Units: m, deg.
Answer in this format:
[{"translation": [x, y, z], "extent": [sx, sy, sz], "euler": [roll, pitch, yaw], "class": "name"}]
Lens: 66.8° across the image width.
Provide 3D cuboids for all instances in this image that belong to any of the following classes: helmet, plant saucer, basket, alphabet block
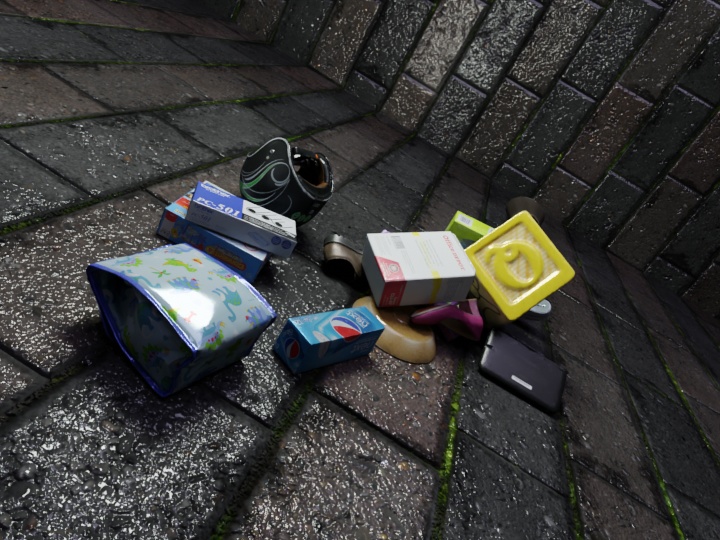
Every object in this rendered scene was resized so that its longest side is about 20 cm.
[{"translation": [-0.175, -0.191, 1.222], "extent": [0.200, 0.191, 0.200], "euler": [32, 47, -42], "class": "helmet"}, {"translation": [0.079, 0.109, 1.130], "extent": [0.200, 0.035, 0.200], "euler": [26, 25, -13], "class": "plant saucer"}, {"translation": [0.718, -0.223, 2.379], "extent": [0.180, 0.136, 0.200], "euler": [28, 28, 3], "class": "basket"}, {"translation": [0.343, 0.009, 1.294], "extent": [0.195, 0.196, 0.200], "euler": [54, -10, 9], "class": "alphabet block"}]

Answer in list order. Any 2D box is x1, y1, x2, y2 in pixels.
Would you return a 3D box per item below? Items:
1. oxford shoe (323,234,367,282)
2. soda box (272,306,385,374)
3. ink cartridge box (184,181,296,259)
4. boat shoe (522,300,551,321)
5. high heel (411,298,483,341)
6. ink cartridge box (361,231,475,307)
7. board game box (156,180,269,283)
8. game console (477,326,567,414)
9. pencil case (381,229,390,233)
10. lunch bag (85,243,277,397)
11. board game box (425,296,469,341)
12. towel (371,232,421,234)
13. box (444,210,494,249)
[{"translation": [0.000, 0.000, 1.227], "extent": [0.200, 0.073, 0.084], "euler": [23, 49, -23], "class": "oxford shoe"}, {"translation": [-0.049, 0.114, 0.933], "extent": [0.064, 0.068, 0.200], "euler": [44, 27, 27], "class": "soda box"}, {"translation": [-0.220, -0.094, 1.024], "extent": [0.200, 0.044, 0.094], "euler": [21, 25, -20], "class": "ink cartridge box"}, {"translation": [0.418, 0.098, 1.506], "extent": [0.200, 0.067, 0.074], "euler": [20, 55, 20], "class": "boat shoe"}, {"translation": [0.189, 0.117, 1.156], "extent": [0.200, 0.067, 0.096], "euler": [-7, 87, -35], "class": "high heel"}, {"translation": [0.118, -0.005, 1.147], "extent": [0.200, 0.083, 0.145], "euler": [-3, 44, -16], "class": "ink cartridge box"}, {"translation": [-0.262, -0.082, 1.077], "extent": [0.200, 0.056, 0.196], "euler": [29, 25, -5], "class": "board game box"}, {"translation": [0.353, 0.223, 1.250], "extent": [0.200, 0.116, 0.176], "euler": [30, 54, -1], "class": "game console"}, {"translation": [0.113, -0.018, 1.363], "extent": [0.200, 0.084, 0.086], "euler": [33, 57, 7], "class": "pencil case"}, {"translation": [-0.251, 0.049, 0.757], "extent": [0.200, 0.127, 0.170], "euler": [47, 28, 11], "class": "lunch bag"}, {"translation": [0.191, 0.055, 1.260], "extent": [0.120, 0.032, 0.200], "euler": [-17, 73, -46], "class": "board game box"}, {"translation": [0.122, -0.054, 1.329], "extent": [0.200, 0.018, 0.086], "euler": [-3, 56, -27], "class": "towel"}, {"translation": [0.285, -0.071, 1.550], "extent": [0.122, 0.200, 0.048], "euler": [27, 55, 1], "class": "box"}]
